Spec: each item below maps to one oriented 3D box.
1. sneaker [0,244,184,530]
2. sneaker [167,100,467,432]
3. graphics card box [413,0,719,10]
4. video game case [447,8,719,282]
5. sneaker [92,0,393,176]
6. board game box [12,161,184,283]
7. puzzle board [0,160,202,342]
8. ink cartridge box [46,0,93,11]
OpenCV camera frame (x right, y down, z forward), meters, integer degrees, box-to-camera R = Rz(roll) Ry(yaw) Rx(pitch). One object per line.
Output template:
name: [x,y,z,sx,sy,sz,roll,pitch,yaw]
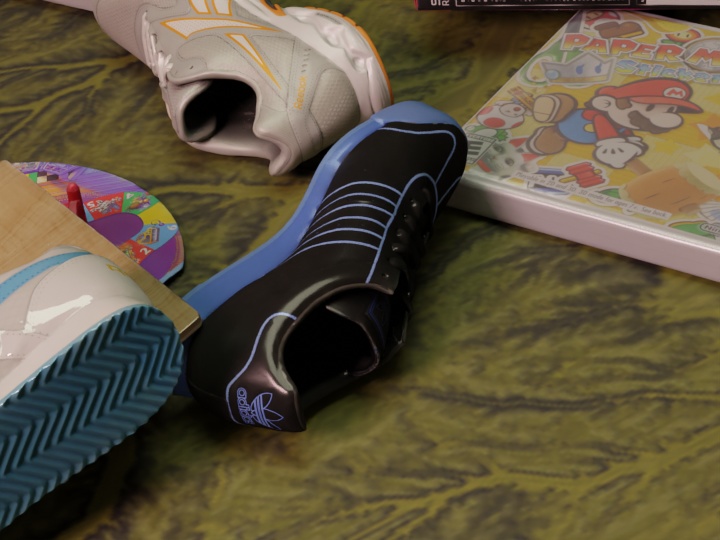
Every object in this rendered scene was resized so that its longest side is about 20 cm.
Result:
sneaker: [-0.171,0.062,0.806,0.200,0.077,0.081,-30,41,-16]
sneaker: [0.000,0.000,0.907,0.078,0.070,0.200,20,53,34]
graphics card box: [0.133,-0.183,1.124,0.200,0.051,0.125,0,23,10]
video game case: [0.160,-0.066,1.005,0.200,0.023,0.182,17,42,28]
sneaker: [-0.084,-0.110,1.065,0.200,0.076,0.092,24,51,36]
board game box: [-0.184,-0.009,0.968,0.158,0.039,0.200,21,45,32]
puzzle board: [-0.186,0.050,0.873,0.200,0.017,0.151,-41,52,-17]
ink cartridge box: [-0.185,-0.237,1.236,0.200,0.084,0.146,16,42,27]
